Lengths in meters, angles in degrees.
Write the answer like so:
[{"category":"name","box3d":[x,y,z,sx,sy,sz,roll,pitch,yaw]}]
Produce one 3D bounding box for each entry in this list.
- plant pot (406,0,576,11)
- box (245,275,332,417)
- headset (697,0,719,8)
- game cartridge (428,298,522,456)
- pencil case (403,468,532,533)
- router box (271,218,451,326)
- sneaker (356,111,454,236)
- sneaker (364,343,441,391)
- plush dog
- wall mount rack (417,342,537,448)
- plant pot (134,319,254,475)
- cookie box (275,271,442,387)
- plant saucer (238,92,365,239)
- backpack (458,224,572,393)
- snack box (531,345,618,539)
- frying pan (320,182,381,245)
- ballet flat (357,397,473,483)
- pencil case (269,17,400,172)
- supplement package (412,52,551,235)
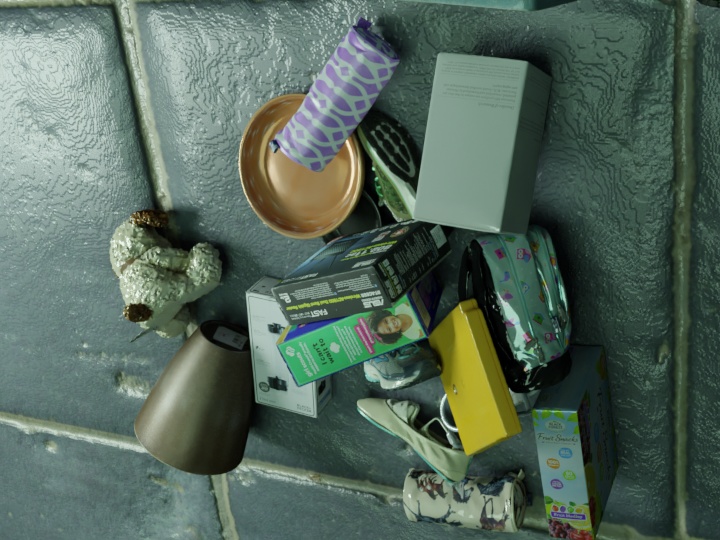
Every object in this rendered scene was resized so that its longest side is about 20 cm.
[{"category":"plant pot","box3d":[0.135,-0.401,1.205,0.195,0.196,0.202,11,110,23]},{"category":"box","box3d":[-0.108,0.118,1.688,0.116,0.060,0.202,10,120,24]},{"category":"headset","box3d":[0.359,-0.348,1.160,0.198,0.094,0.124,18,123,6]},{"category":"game cartridge","box3d":[0.147,0.143,1.427,0.200,0.032,0.178,122,132,-71]},{"category":"pencil case","box3d":[0.156,0.344,1.654,0.198,0.090,0.078,-1,143,30]},{"category":"router box","box3d":[0.000,0.000,1.444,0.199,0.150,0.063,-13,110,43]},{"category":"sneaker","box3d":[0.041,-0.118,1.477,0.088,0.077,0.201,-25,99,45]},{"category":"sneaker","box3d":[0.046,0.117,1.550,0.200,0.077,0.087,0,104,67]},{"category":"plush dog","box3d":[-0.337,0.000,1.713,0.172,0.160,0.200,57,131,21]},{"category":"wall mount rack","box3d":[0.158,0.148,1.555,0.200,0.074,0.175,-35,66,36]},{"category":"plant pot","box3d":[-0.242,0.188,1.744,0.186,0.187,0.201,28,111,13]},{"category":"cookie box","box3d":[0.001,0.065,1.499,0.199,0.171,0.076,-23,103,17]},{"category":"plant saucer","box3d":[-0.078,-0.146,1.522,0.198,0.037,0.202,6,104,26]},{"category":"backpack","box3d":[0.203,0.043,1.412,0.125,0.167,0.202,-15,95,-10]},{"category":"snack box","box3d":[0.290,0.227,1.459,0.067,0.169,0.202,0,115,25]},{"category":"frying pan","box3d":[-0.043,-0.092,1.558,0.190,0.031,0.116,38,125,20]},{"category":"ballet flat","box3d":[0.087,0.237,1.646,0.199,0.069,0.070,36,127,15]},{"category":"pencil case","box3d":[-0.032,-0.223,1.422,0.084,0.086,0.200,25,114,-37]},{"category":"supplement package","box3d":[0.149,-0.150,1.324,0.116,0.117,0.202,10,94,23]}]
